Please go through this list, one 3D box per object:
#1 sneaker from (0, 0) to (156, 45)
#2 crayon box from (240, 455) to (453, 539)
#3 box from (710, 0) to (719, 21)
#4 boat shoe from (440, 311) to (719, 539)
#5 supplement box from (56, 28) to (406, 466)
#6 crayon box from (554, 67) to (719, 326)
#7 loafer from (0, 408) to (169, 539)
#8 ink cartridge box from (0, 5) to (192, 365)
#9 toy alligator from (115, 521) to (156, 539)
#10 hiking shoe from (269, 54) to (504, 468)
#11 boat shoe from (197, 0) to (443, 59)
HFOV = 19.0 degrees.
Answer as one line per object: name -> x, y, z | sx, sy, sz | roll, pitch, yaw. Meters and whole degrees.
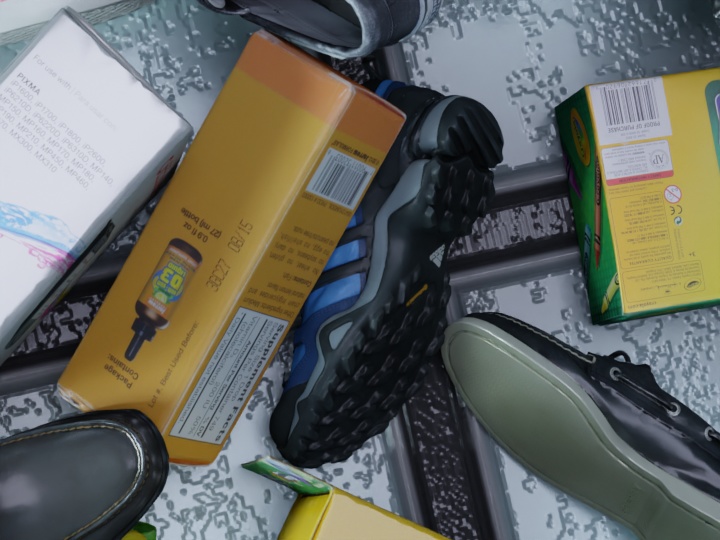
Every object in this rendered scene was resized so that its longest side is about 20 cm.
sneaker -> -0.194, -0.159, 1.047 | 0.199, 0.075, 0.106 | -13, 91, -7
crayon box -> 0.029, 0.153, 1.022 | 0.199, 0.126, 0.052 | 25, 80, -5
box -> 0.249, -0.207, 1.071 | 0.199, 0.086, 0.165 | -1, 81, -49
boat shoe -> 0.133, 0.077, 1.080 | 0.199, 0.075, 0.066 | 34, 52, 11
supplement box -> -0.061, -0.008, 1.024 | 0.066, 0.069, 0.201 | 33, 94, 27
crayon box -> 0.210, -0.046, 1.110 | 0.198, 0.058, 0.120 | -8, 85, -10
loafer -> -0.182, 0.120, 0.983 | 0.199, 0.072, 0.073 | -28, 78, 10
ink cartridge box -> -0.176, -0.010, 0.997 | 0.086, 0.148, 0.200 | 43, 79, -2
toy alligator -> -0.136, 0.183, 1.030 | 0.054, 0.059, 0.202 | 26, 76, -47
hiking shoe -> 0.000, 0.000, 1.071 | 0.086, 0.074, 0.201 | 26, 91, 38
boat shoe -> -0.057, -0.152, 1.004 | 0.199, 0.072, 0.068 | 31, 47, 25
